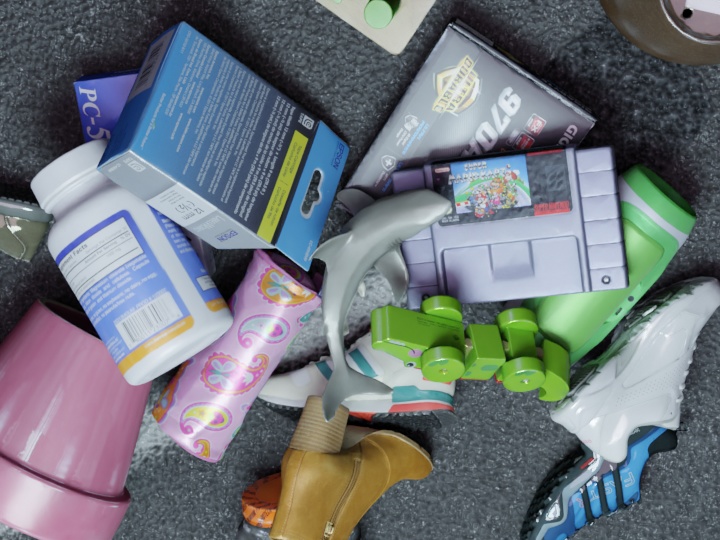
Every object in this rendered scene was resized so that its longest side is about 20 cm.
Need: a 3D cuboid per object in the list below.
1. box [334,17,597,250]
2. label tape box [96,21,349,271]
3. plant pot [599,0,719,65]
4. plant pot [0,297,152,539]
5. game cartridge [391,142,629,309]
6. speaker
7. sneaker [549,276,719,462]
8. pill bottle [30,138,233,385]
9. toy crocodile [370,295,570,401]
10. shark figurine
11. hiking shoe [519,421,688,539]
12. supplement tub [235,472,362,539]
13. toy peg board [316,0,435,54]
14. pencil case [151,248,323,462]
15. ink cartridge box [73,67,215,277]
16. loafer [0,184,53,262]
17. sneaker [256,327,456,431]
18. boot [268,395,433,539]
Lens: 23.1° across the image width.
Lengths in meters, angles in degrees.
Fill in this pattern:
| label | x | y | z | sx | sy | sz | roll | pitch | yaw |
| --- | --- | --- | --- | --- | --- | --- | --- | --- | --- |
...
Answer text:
| label | x | y | z | sx | sy | sz | roll | pitch | yaw |
| --- | --- | --- | --- | --- | --- | --- | --- | --- | --- |
| box | 0.094 | -0.101 | 1.591 | 0.158 | 0.046 | 0.201 | 33 | 107 | -3 |
| label tape box | -0.117 | -0.101 | 1.556 | 0.199 | 0.144 | 0.066 | 35 | 147 | -27 |
| plant pot | 0.285 | -0.248 | 1.449 | 0.185 | 0.200 | 0.189 | 2 | 106 | 5 |
| plant pot | -0.283 | 0.134 | 1.637 | 0.199 | 0.200 | 0.180 | 27 | 91 | -2 |
| game cartridge | 0.130 | -0.039 | 1.544 | 0.198 | 0.038 | 0.131 | -6 | 101 | 16 |
| speaker | 0.210 | 0.003 | 1.589 | 0.088 | 0.089 | 0.200 | 39 | 106 | -5 |
| sneaker | 0.265 | 0.092 | 1.594 | 0.200 | 0.078 | 0.099 | -44 | 99 | -9 |
| pill bottle | -0.207 | -0.011 | 1.559 | 0.112 | 0.112 | 0.201 | -33 | 84 | 14 |
| toy crocodile | 0.097 | 0.070 | 1.524 | 0.198 | 0.068 | 0.062 | 10 | 142 | -23 |
| shark figurine | -0.016 | 0.011 | 1.544 | 0.128 | 0.089 | 0.216 | 31 | 108 | 33 |
| hiking shoe | 0.220 | 0.210 | 1.652 | 0.086 | 0.074 | 0.201 | 31 | 107 | -2 |
| supplement tub | -0.053 | 0.301 | 1.683 | 0.121 | 0.123 | 0.202 | -5 | 106 | 8 |
| toy peg board | 0.003 | -0.316 | 1.514 | 0.199 | 0.098 | 0.200 | 34 | 107 | -4 |
| pencil case | -0.110 | 0.077 | 1.630 | 0.087 | 0.087 | 0.201 | 34 | 94 | -4 |
| ink cartridge box | -0.198 | -0.084 | 1.629 | 0.093 | 0.044 | 0.202 | -7 | 104 | 7 |
| loafer | -0.387 | -0.050 | 1.644 | 0.198 | 0.075 | 0.070 | 11 | 103 | 3 |
| sneaker | -0.001 | 0.096 | 1.657 | 0.198 | 0.070 | 0.094 | 0 | 71 | 22 |
| boot | -0.012 | 0.209 | 1.608 | 0.070 | 0.201 | 0.145 | 5 | 72 | 37 |
